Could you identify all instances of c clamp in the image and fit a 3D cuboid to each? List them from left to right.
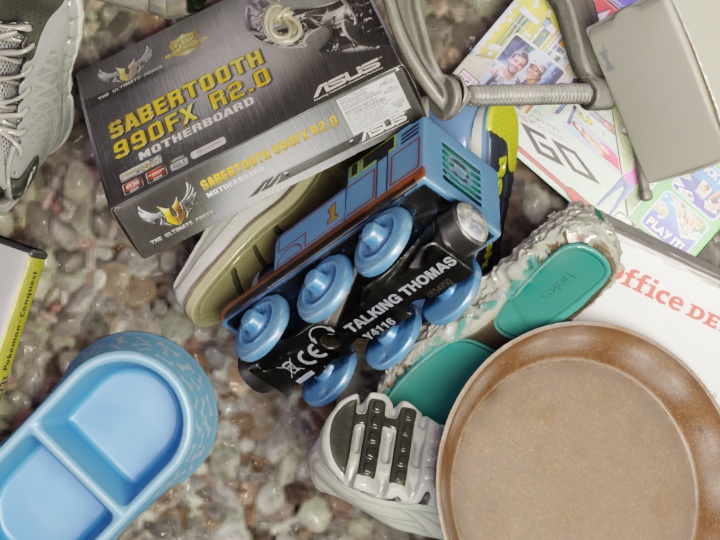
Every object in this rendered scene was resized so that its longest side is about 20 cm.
[{"bbox_3d":[0.099,-0.132,1.275,0.199,0.027,0.172,2,74,-36],"label":"c clamp"}]

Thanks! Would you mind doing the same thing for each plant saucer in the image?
[{"bbox_3d":[0.132,0.131,1.223,0.200,0.034,0.201,4,79,-19],"label":"plant saucer"}]

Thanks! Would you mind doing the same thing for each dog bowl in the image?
[{"bbox_3d":[-0.183,0.129,1.360,0.111,0.050,0.200,44,92,2],"label":"dog bowl"}]

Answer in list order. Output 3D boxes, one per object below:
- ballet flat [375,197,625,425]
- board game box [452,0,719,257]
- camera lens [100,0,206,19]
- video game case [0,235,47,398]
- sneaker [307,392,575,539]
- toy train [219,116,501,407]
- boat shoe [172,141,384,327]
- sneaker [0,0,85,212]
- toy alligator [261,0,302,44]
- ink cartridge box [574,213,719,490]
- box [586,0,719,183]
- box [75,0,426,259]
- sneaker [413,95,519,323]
[{"bbox_3d":[0.086,0.029,1.264,0.200,0.072,0.072,-41,89,28],"label":"ballet flat"},{"bbox_3d":[0.169,-0.104,1.350,0.200,0.029,0.135,40,93,2],"label":"board game box"},{"bbox_3d":[-0.172,-0.254,1.298,0.199,0.160,0.161,15,92,2],"label":"camera lens"},{"bbox_3d":[-0.321,0.043,1.354,0.199,0.025,0.181,19,92,17],"label":"video game case"},{"bbox_3d":[0.061,0.135,1.262,0.199,0.081,0.075,23,60,-11],"label":"sneaker"},{"bbox_3d":[0.000,0.000,1.260,0.087,0.114,0.200,35,127,-28],"label":"toy train"},{"bbox_3d":[-0.058,-0.053,1.343,0.068,0.075,0.200,37,80,24],"label":"boat shoe"},{"bbox_3d":[-0.219,-0.109,1.274,0.075,0.200,0.116,12,53,8],"label":"sneaker"},{"bbox_3d":[-0.043,-0.206,1.315,0.059,0.054,0.201,21,53,-13],"label":"toy alligator"},{"bbox_3d":[0.171,0.083,1.310,0.144,0.084,0.201,25,102,2],"label":"ink cartridge box"},{"bbox_3d":[0.263,-0.143,1.267,0.199,0.128,0.109,-23,91,-16],"label":"box"},{"bbox_3d":[-0.073,-0.110,1.302,0.199,0.159,0.048,-25,130,3],"label":"box"},{"bbox_3d":[0.046,-0.020,1.336,0.082,0.074,0.201,13,99,18],"label":"sneaker"}]
